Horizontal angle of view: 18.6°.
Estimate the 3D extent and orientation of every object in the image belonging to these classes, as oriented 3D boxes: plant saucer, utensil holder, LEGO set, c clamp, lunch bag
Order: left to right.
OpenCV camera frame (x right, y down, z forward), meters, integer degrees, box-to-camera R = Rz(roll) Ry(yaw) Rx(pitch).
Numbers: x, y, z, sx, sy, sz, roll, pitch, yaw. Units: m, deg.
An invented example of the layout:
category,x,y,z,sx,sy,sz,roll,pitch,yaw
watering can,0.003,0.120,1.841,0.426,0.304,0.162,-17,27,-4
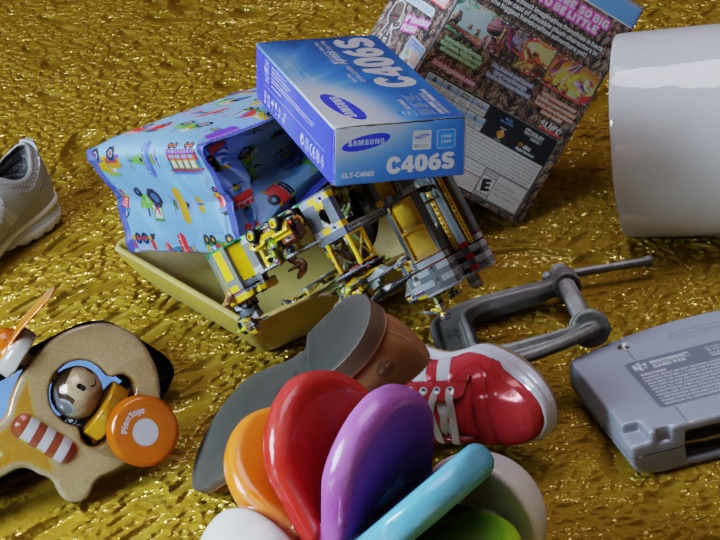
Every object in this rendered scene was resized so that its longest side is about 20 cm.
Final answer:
category,x,y,z,sx,sy,sz,roll,pitch,yaw
lunch bag,-0.080,-0.099,1.669,0.200,0.095,0.150,-37,24,-34
plant saucer,-0.057,-0.005,1.692,0.199,0.049,0.199,-23,30,-29
LEGO set,0.000,0.000,1.525,0.153,0.117,0.200,-28,-1,27
c clamp,0.130,0.028,1.565,0.169,0.027,0.200,-12,15,6
utensil holder,0.296,-0.110,1.675,0.198,0.171,0.170,-2,27,13

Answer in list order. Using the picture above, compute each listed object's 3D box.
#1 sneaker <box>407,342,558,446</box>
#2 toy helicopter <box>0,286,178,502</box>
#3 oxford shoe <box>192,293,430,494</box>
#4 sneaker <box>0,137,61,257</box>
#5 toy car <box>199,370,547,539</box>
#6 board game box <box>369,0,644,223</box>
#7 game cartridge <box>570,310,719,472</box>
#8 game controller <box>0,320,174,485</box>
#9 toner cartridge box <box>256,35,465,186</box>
category,x,y,z,sx,sy,sz,roll,pitch,yaw
sneaker,0.028,0.091,1.451,0.112,0.072,0.199,-25,23,-39
toy helicopter,-0.226,0.100,1.445,0.199,0.133,0.079,-31,10,-16
oxford shoe,-0.034,0.095,1.409,0.200,0.071,0.072,-37,36,35
sneaker,-0.323,-0.043,1.794,0.074,0.083,0.200,6,29,25
toy car,0.004,0.132,1.285,0.199,0.151,0.175,14,33,36
board game box,0.098,-0.167,1.745,0.159,0.201,0.097,26,8,-33
game cartridge,0.249,0.072,1.476,0.198,0.041,0.134,-13,30,-11
game controller,-0.228,0.094,1.543,0.199,0.042,0.104,-29,34,-35
toner cartridge box,-0.003,-0.115,1.531,0.094,0.044,0.200,-7,24,-16
